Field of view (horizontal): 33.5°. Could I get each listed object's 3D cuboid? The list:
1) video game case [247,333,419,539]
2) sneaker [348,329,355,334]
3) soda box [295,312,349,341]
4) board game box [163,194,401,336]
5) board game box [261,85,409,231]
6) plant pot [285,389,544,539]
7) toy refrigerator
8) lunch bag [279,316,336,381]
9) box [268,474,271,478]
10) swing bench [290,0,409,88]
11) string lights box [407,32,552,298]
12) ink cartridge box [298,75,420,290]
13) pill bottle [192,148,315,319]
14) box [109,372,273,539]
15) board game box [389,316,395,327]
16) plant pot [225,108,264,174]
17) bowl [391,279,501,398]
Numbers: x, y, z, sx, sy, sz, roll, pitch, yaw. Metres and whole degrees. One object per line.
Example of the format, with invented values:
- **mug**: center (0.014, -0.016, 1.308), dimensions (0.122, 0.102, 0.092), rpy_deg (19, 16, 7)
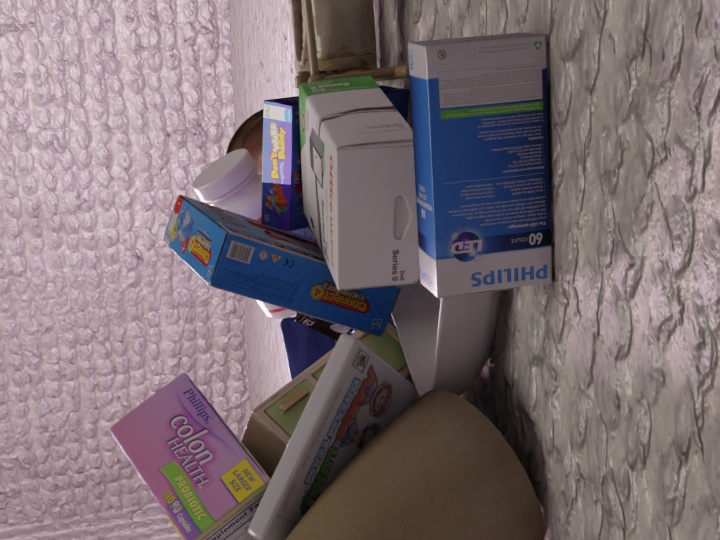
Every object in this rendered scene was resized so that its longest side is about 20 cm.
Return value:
- **video game case**: center (-0.015, 0.183, 1.152), dimensions (0.202, 0.024, 0.182), rpy_deg (-64, -33, -12)
- **sneaker**: center (-0.017, 0.032, 1.584), dimensions (0.200, 0.072, 0.113), rpy_deg (112, 173, -83)
- **soda box**: center (0.000, 0.000, 1.388), dimensions (0.200, 0.063, 0.071), rpy_deg (-45, 27, 46)
- **board game box**: center (-0.088, -0.007, 1.255), dimensions (0.196, 0.198, 0.056), rpy_deg (32, 103, 64)
- **board game box**: center (-0.026, -0.129, 1.335), dimensions (0.044, 0.199, 0.136), rpy_deg (16, 111, 37)
- **plant pot**: center (0.033, 0.240, 1.092), dimensions (0.187, 0.199, 0.189), rpy_deg (42, 147, 35)
- **toy refrigerator**: center (-0.023, 0.131, 1.222), dimensions (0.076, 0.199, 0.070), rpy_deg (41, 139, 18)
- **lunch bag**: center (-0.028, 0.139, 1.686), dimensions (0.136, 0.131, 0.202), rpy_deg (71, -175, -63)
- **box**: center (-0.007, 0.199, 1.309), dimensions (0.200, 0.198, 0.050), rpy_deg (43, 172, 44)
- **swing bench**: center (-0.024, -0.318, 1.397), dimensions (0.200, 0.128, 0.202), rpy_deg (-146, 50, -76)
- **string lights box**: center (0.098, -0.086, 0.972), dimensions (0.059, 0.101, 0.203), rpy_deg (-135, 40, -71)
- **ink cartridge box**: center (-0.003, -0.090, 1.166), dimensions (0.200, 0.083, 0.148), rpy_deg (-117, 24, -63)
- **pill bottle**: center (-0.123, -0.047, 1.496), dimensions (0.201, 0.108, 0.109), rpy_deg (57, 179, -22)
- **box**: center (-0.137, 0.236, 1.198), dimensions (0.176, 0.096, 0.201), rpy_deg (43, 163, 41)
- **board game box**: center (0.029, 0.084, 1.487), dimensions (0.201, 0.034, 0.136), rpy_deg (96, -177, -48)
- **plant pot**: center (-0.068, -0.142, 1.601), dimensions (0.198, 0.198, 0.203), rpy_deg (168, 96, -72)
- **bowl**: center (0.082, 0.007, 1.181), dimensions (0.201, 0.074, 0.202), rpy_deg (-109, 16, -47)
